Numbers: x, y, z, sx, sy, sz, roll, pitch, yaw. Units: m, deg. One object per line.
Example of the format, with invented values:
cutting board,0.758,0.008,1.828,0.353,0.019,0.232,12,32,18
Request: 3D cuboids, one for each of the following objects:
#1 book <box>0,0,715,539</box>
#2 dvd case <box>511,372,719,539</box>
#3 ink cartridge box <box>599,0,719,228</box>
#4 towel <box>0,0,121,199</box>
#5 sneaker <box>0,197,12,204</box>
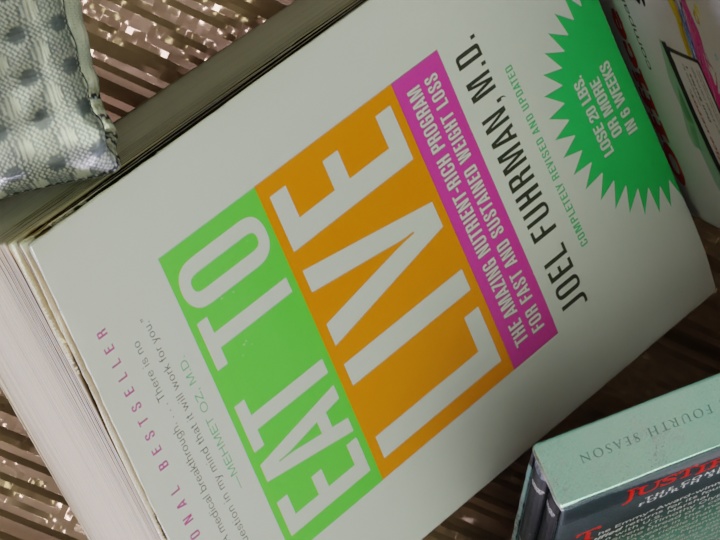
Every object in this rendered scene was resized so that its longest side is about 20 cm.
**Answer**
book,0.000,0.000,0.789,0.200,0.048,0.134,-38,112,-33
dvd case,0.106,0.064,0.800,0.146,0.200,0.022,-21,69,-9
ink cartridge box,0.120,-0.079,0.759,0.084,0.200,0.145,-24,103,-6
towel,-0.171,-0.097,0.727,0.192,0.035,0.201,-15,89,4
sneaker,-0.146,0.021,0.778,0.082,0.074,0.200,33,88,-12
